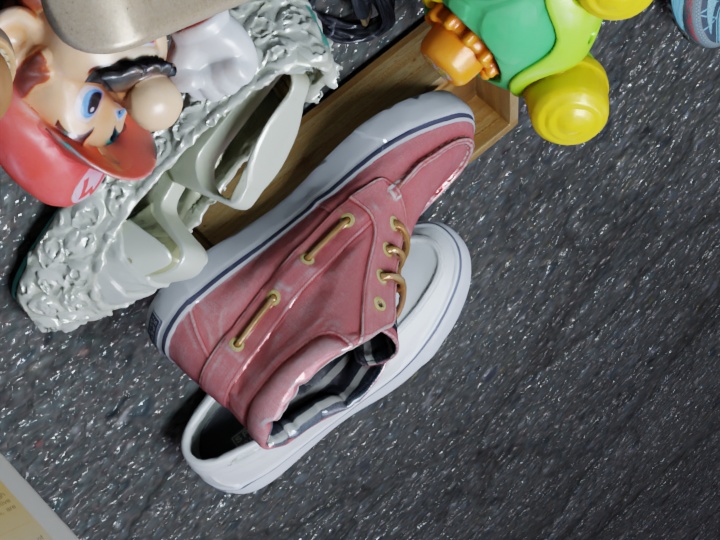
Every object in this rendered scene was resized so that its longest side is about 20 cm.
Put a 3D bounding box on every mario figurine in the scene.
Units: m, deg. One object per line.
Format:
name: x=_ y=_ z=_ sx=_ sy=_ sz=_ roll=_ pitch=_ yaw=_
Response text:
mario figurine: x=-0.074 y=-0.109 z=0.738 sx=0.122 sy=0.106 sz=0.201 roll=15 pitch=113 yaw=-25

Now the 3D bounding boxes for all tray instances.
tray: x=-0.001 y=-0.055 z=1.035 sx=0.200 sy=0.037 sz=0.099 roll=-40 pitch=155 yaw=-17

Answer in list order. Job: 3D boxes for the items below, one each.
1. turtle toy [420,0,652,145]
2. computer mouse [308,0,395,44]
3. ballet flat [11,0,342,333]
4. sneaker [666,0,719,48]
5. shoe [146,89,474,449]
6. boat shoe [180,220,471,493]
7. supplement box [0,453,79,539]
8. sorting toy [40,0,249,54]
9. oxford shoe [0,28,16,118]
turtle toy: x=0.074 y=-0.162 z=0.894 sx=0.100 sy=0.147 sz=0.201 roll=6 pitch=137 yaw=-8
computer mouse: x=-0.009 y=-0.156 z=0.877 sx=0.058 sy=0.034 sz=0.200 roll=-18 pitch=159 yaw=-5
ballet flat: x=-0.081 y=-0.038 z=0.894 sx=0.201 sy=0.072 sz=0.072 roll=-52 pitch=156 yaw=13
sneaker: x=0.249 y=-0.201 z=1.147 sx=0.079 sy=0.095 sz=0.201 roll=-17 pitch=142 yaw=-47
shoe: x=0.000 y=0.000 z=0.965 sx=0.200 sy=0.091 sz=0.072 roll=-38 pitch=155 yaw=-20
boat shoe: x=-0.018 y=0.047 z=1.119 sx=0.200 sy=0.074 sz=0.065 roll=-47 pitch=160 yaw=-1
supplement box: x=-0.187 y=0.138 z=0.823 sx=0.125 sy=0.200 sz=0.074 roll=-25 pitch=145 yaw=-37
sorting toy: x=-0.043 y=-0.188 z=0.663 sx=0.199 sy=0.036 sz=0.187 roll=-27 pitch=110 yaw=-34
oxford shoe: x=-0.199 y=-0.026 z=0.669 sx=0.199 sy=0.071 sz=0.072 roll=-25 pitch=149 yaw=-20
